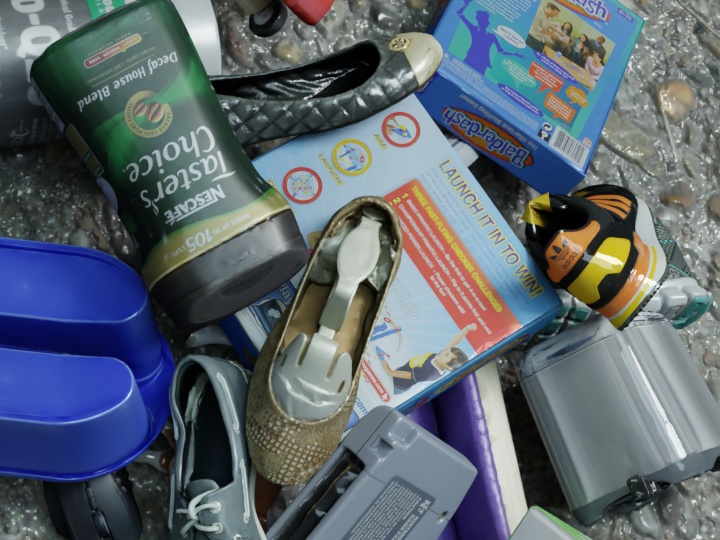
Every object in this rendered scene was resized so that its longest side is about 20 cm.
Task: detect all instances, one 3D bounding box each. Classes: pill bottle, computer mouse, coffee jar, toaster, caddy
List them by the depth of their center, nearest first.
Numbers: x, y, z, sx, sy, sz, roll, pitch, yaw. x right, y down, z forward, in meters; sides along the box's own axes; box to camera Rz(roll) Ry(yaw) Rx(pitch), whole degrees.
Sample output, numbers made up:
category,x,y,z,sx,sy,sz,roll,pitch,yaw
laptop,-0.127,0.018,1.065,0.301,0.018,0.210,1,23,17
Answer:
category,x,y,z,sx,sy,sz,roll,pitch,yaw
coffee jar,-0.118,-0.065,1.068,0.104,0.085,0.200,-30,87,-14
caddy,-0.220,0.061,1.100,0.200,0.105,0.142,7,58,-2
computer mouse,-0.162,0.194,1.111,0.059,0.034,0.200,-22,79,-5
pill bottle,-0.205,-0.145,1.161,0.200,0.113,0.113,-10,79,-23
toaster,0.187,0.103,1.205,0.200,0.114,0.129,5,58,-65

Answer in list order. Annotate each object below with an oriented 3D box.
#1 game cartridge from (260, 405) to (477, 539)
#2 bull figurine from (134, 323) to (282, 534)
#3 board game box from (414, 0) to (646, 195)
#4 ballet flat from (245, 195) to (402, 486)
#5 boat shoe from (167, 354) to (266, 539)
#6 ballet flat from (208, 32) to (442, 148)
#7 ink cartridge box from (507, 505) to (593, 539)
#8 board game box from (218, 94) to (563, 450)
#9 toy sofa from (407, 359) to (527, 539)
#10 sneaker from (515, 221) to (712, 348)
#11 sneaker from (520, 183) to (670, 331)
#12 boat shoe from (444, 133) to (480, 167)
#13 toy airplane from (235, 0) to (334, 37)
category,x,y,z,sx,sy,sz,roll,pitch,yaw
game cartridge,-0.013,0.187,1.112,0.042,0.133,0.200,40,90,31
bull figurine,-0.089,0.115,1.156,0.121,0.065,0.200,31,62,-3
board game box,0.127,-0.166,1.297,0.152,0.045,0.200,34,48,-8
ballet flat,-0.023,0.037,1.069,0.070,0.065,0.200,17,69,-1
boat shoe,-0.099,0.147,1.062,0.062,0.073,0.200,40,46,-53
ballet flat,-0.039,-0.126,1.140,0.200,0.066,0.057,-17,123,-6
ink cartridge box,0.160,0.270,1.135,0.200,0.084,0.146,33,90,-33
board game box,0.000,0.000,1.150,0.196,0.056,0.200,-30,77,-17
toy sofa,0.067,0.151,1.195,0.097,0.083,0.200,-7,78,-23
sneaker,0.166,0.005,1.290,0.200,0.078,0.091,-1,59,-24
sneaker,0.151,-0.032,1.168,0.090,0.200,0.070,34,105,-13
boat shoe,-0.002,-0.059,1.233,0.200,0.074,0.067,-34,90,-24
toy airplane,-0.049,-0.282,1.218,0.199,0.141,0.200,61,21,-7
